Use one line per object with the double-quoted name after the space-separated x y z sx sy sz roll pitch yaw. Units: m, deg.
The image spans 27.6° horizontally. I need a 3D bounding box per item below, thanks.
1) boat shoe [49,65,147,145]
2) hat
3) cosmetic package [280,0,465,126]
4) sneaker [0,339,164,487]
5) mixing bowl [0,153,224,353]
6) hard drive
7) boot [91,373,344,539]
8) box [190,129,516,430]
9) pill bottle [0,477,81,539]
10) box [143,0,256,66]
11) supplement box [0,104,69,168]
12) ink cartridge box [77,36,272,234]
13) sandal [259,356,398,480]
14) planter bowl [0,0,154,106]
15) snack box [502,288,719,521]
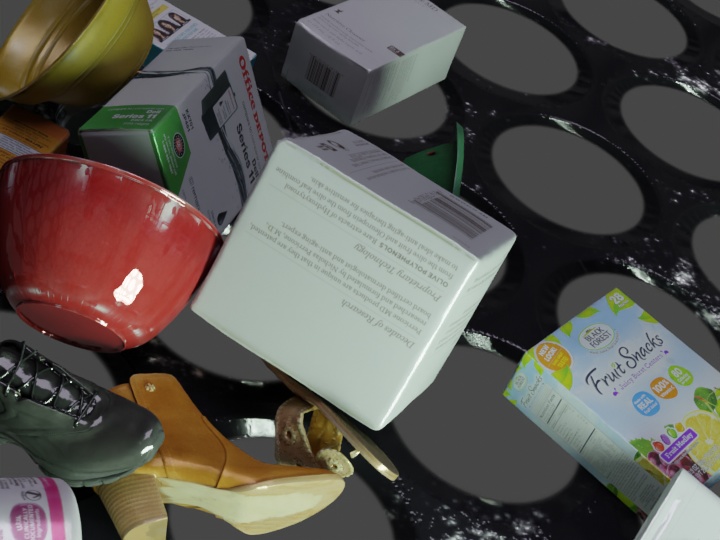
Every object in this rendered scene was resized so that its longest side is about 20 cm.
-0.221 -0.185 1.488 0.199 0.071 0.091 -7 53 -30 "boat shoe"
0.006 -0.069 1.447 0.174 0.200 0.167 7 78 1 "hat"
0.017 -0.251 1.678 0.113 0.081 0.200 36 42 17 "cosmetic package"
-0.243 0.100 1.109 0.198 0.091 0.076 12 47 15 "sneaker"
-0.223 0.000 1.217 0.199 0.200 0.109 20 69 -6 "mixing bowl"
0.318 0.279 1.236 0.200 0.027 0.132 39 57 4 "hard drive"
-0.123 0.140 1.178 0.200 0.071 0.145 -6 48 -26 "boot"
0.000 0.000 1.271 0.199 0.172 0.199 31 14 9 "box"
-0.297 0.198 0.991 0.198 0.114 0.114 2 44 -24 "pill bottle"
-0.218 -0.246 1.577 0.199 0.049 0.082 31 39 7 "box"
-0.336 -0.067 1.304 0.068 0.067 0.200 26 39 2 "supplement box"
-0.164 -0.113 1.368 0.082 0.148 0.200 1 33 23 "ink cartridge box"
-0.047 0.135 1.239 0.078 0.070 0.212 43 1 -44 "sandal"
-0.254 -0.217 1.380 0.083 0.200 0.201 39 31 -30 "planter bowl"
0.262 0.128 1.391 0.200 0.068 0.168 40 43 20 "snack box"
